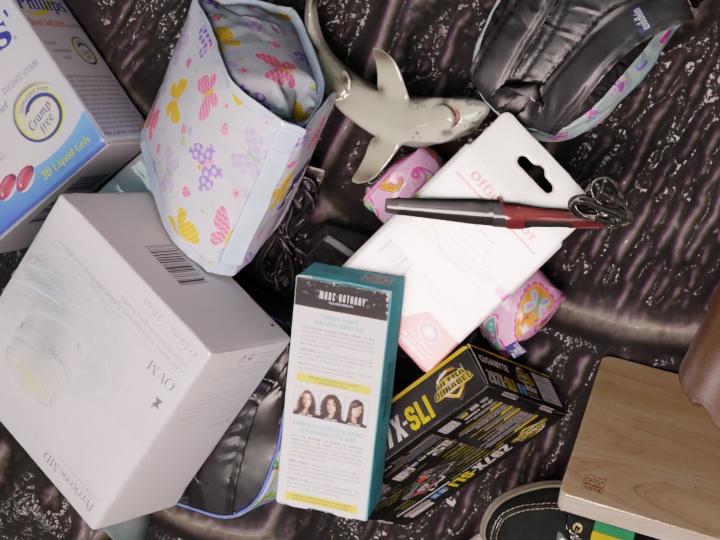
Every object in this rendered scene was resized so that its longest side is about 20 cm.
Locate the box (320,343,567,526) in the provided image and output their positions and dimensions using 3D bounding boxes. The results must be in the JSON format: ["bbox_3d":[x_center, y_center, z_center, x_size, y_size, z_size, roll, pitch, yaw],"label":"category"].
[{"bbox_3d":[0.066,0.153,1.368,0.200,0.159,0.050,-38,61,20],"label":"box"}]

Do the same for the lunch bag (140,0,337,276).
[{"bbox_3d":[-0.102,-0.114,1.313,0.126,0.201,0.170,9,126,-25],"label":"lunch bag"}]

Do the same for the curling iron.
[{"bbox_3d":[0.118,-0.053,1.225,0.198,0.026,0.050,1,133,12],"label":"curling iron"}]

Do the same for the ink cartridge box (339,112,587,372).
[{"bbox_3d":[0.090,-0.027,1.283,0.200,0.067,0.117,-44,90,12],"label":"ink cartridge box"}]

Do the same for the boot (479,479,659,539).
[{"bbox_3d":[0.217,0.250,1.313,0.202,0.154,0.074,9,107,-20],"label":"boot"}]

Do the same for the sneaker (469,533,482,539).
[{"bbox_3d":[0.126,0.269,1.415,0.200,0.087,0.075,-37,89,18],"label":"sneaker"}]

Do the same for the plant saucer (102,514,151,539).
[{"bbox_3d":[-0.242,0.167,1.441,0.039,0.201,0.202,-30,93,2],"label":"plant saucer"}]

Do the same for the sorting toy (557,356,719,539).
[{"bbox_3d":[0.280,0.180,1.305,0.199,0.199,0.070,15,125,12],"label":"sorting toy"}]

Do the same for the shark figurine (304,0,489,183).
[{"bbox_3d":[0.008,-0.166,1.352,0.214,0.089,0.128,45,112,13],"label":"shark figurine"}]

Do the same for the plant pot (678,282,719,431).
[{"bbox_3d":[0.373,0.042,1.252,0.199,0.200,0.199,28,116,8],"label":"plant pot"}]

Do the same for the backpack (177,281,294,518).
[{"bbox_3d":[-0.116,0.116,1.408,0.182,0.147,0.201,17,101,25],"label":"backpack"}]

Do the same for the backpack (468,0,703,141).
[{"bbox_3d":[0.184,-0.200,1.271,0.167,0.126,0.201,38,99,19],"label":"backpack"}]

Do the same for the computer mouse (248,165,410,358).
[{"bbox_3d":[0.000,0.000,1.405,0.200,0.053,0.139,36,128,11],"label":"computer mouse"}]

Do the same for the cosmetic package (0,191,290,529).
[{"bbox_3d":[-0.205,0.072,1.299,0.199,0.123,0.200,44,114,21],"label":"cosmetic package"}]

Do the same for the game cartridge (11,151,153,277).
[{"bbox_3d":[-0.231,-0.006,1.479,0.200,0.042,0.133,-40,86,19],"label":"game cartridge"}]

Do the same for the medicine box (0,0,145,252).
[{"bbox_3d":[-0.328,-0.147,1.428,0.182,0.103,0.201,-37,84,19],"label":"medicine box"}]

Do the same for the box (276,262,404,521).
[{"bbox_3d":[-0.017,0.100,1.268,0.082,0.049,0.201,10,106,13],"label":"box"}]

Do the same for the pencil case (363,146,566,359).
[{"bbox_3d":[0.092,-0.017,1.363,0.087,0.087,0.200,-41,91,19],"label":"pencil case"}]
